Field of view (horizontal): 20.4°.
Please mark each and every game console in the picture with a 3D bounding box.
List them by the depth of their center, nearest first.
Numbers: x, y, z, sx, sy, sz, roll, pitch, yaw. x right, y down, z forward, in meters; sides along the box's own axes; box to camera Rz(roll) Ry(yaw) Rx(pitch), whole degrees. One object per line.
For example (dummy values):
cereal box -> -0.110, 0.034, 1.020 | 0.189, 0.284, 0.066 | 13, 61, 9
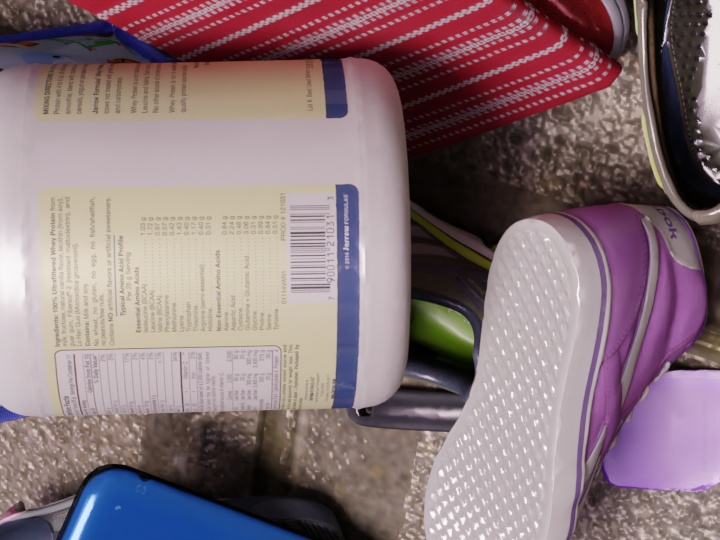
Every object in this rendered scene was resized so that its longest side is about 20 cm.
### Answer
game console -> -0.090, 0.194, 1.035 | 0.199, 0.118, 0.171 | 23, 93, -21

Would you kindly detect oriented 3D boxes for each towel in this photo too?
towel -> -0.007, -0.104, 0.827 | 0.144, 0.200, 0.023 | -17, 58, 42

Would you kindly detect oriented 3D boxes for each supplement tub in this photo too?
supplement tub -> -0.083, -0.013, 0.817 | 0.199, 0.145, 0.146 | -1, 111, -3

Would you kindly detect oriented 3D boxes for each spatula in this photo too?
spatula -> 0.081, 0.071, 0.951 | 0.199, 0.021, 0.057 | 2, 96, 30

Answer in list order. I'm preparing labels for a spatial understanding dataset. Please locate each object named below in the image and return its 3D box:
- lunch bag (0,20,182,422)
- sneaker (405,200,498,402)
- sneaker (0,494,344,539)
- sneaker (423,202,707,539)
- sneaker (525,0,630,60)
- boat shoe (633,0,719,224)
lunch bag -> -0.183, -0.018, 0.941 | 0.124, 0.199, 0.171 | 31, 126, 58
sneaker -> 0.000, 0.000, 0.932 | 0.199, 0.081, 0.074 | 23, 117, 19
sneaker -> -0.106, 0.135, 1.052 | 0.199, 0.082, 0.070 | -10, 130, 8
sneaker -> 0.100, 0.064, 0.882 | 0.073, 0.114, 0.201 | 36, 123, 36
sneaker -> 0.015, -0.137, 0.854 | 0.200, 0.112, 0.071 | 35, 122, 12
boat shoe -> 0.148, -0.119, 0.821 | 0.072, 0.060, 0.203 | 4, 111, 26
